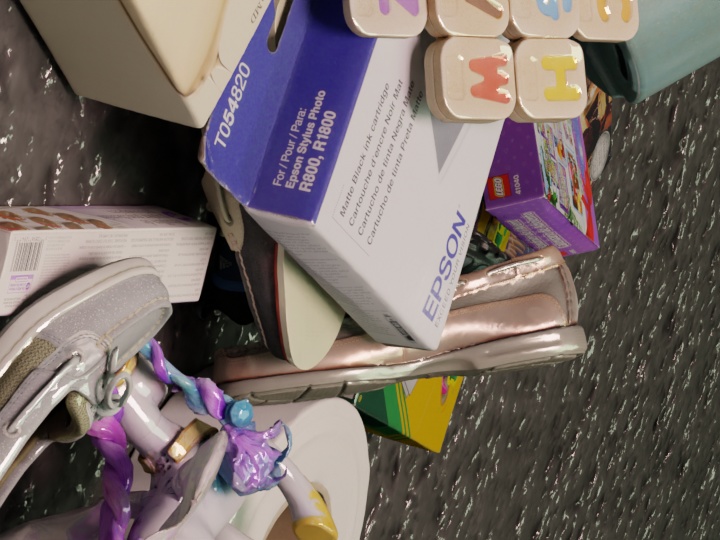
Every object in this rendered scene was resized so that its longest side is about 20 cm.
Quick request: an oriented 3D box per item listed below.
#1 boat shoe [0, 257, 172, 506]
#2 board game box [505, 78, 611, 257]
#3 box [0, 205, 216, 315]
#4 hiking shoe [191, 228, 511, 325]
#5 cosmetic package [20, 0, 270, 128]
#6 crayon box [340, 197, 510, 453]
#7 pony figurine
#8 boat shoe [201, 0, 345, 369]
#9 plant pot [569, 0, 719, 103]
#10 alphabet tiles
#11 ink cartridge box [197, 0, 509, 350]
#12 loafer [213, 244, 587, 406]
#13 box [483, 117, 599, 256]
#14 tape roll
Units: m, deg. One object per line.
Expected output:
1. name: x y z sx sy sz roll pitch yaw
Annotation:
1. boat shoe: -0.147 0.071 1.108 0.202 0.065 0.074 -43 170 -34
2. board game box: 0.127 -0.113 1.731 0.136 0.035 0.200 -54 152 -39
3. box: -0.129 -0.006 1.183 0.200 0.039 0.042 -6 113 -67
4. hiking shoe: 0.000 0.000 1.408 0.200 0.074 0.087 15 109 -36
5. cosmetic package: -0.102 -0.158 1.091 0.104 0.073 0.200 -65 156 -19
6. crayon box: 0.031 -0.005 1.543 0.173 0.058 0.201 34 73 -67
7. pony figurine: -0.092 0.124 1.212 0.200 0.166 0.193 51 33 -23
8. boat shoe: -0.047 -0.049 1.265 0.071 0.062 0.201 -39 129 -54
9. plant pot: 0.184 -0.204 1.410 0.196 0.200 0.200 -34 149 -7
10. alphabet tiles: 0.066 -0.172 1.255 0.195 0.015 0.201 -2 87 -41
11. ink cartridge box: 0.010 -0.090 1.251 0.200 0.040 0.200 44 57 -53
12. loafer: 0.017 0.029 1.349 0.072 0.199 0.063 140 -58 -76
13. box: 0.094 -0.118 1.524 0.137 0.039 0.201 33 47 -67
14. tape roll: -0.070 0.154 1.407 0.203 0.071 0.203 -50 150 -44
